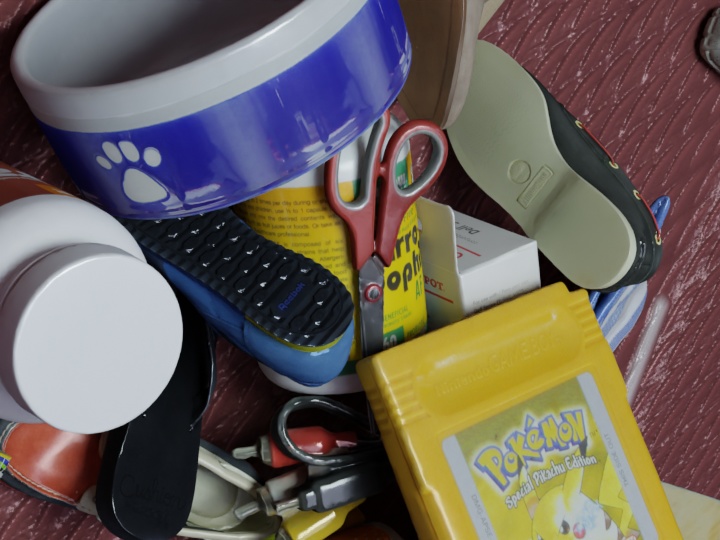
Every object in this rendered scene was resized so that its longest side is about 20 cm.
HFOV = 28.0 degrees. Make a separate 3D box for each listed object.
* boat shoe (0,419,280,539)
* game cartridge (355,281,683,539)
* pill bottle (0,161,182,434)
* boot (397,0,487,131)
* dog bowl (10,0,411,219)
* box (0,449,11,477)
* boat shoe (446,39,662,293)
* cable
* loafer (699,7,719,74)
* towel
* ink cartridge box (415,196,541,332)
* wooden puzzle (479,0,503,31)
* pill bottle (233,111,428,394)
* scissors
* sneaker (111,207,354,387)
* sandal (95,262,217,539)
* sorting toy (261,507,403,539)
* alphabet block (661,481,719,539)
[{"bbox_3d":[-0.137,0.124,0.875,0.200,0.063,0.071,25,90,-38],"label":"boat shoe"},{"bbox_3d":[0.103,0.120,0.865,0.176,0.032,0.201,-20,88,-36],"label":"game cartridge"},{"bbox_3d":[-0.174,0.009,0.722,0.112,0.200,0.113,-12,111,-34],"label":"pill bottle"},{"bbox_3d":[0.075,-0.191,0.865,0.146,0.070,0.201,-16,106,-47],"label":"boot"},{"bbox_3d":[-0.077,-0.116,0.758,0.200,0.200,0.079,-38,126,-22],"label":"dog bowl"},{"bbox_3d":[-0.287,0.081,0.741,0.200,0.070,0.064,32,82,-39],"label":"box"},{"bbox_3d":[0.122,-0.069,0.952,0.074,0.202,0.063,-46,154,25],"label":"boat shoe"},{"bbox_3d":[0.016,0.111,0.901,0.199,0.050,0.097,-14,95,-22],"label":"cable"},{"bbox_3d":[0.352,-0.154,1.156,0.200,0.070,0.070,16,93,-39],"label":"loafer"},{"bbox_3d":[0.176,0.039,1.041,0.147,0.024,0.200,-55,165,-13],"label":"towel"},{"bbox_3d":[0.065,0.030,0.963,0.067,0.117,0.201,-21,116,-27],"label":"ink cartridge box"},{"bbox_3d":[0.036,-0.234,0.912,0.185,0.046,0.200,-52,132,-12],"label":"wooden puzzle"},{"bbox_3d":[-0.021,-0.036,0.881,0.113,0.113,0.201,-20,115,-31],"label":"pill bottle"},{"bbox_3d":[0.000,0.000,0.833,0.073,0.014,0.201,6,107,-26],"label":"scissors"},{"bbox_3d":[-0.088,-0.005,0.823,0.066,0.200,0.079,-44,165,-27],"label":"sneaker"},{"bbox_3d":[-0.110,0.057,0.846,0.076,0.043,0.201,13,71,-40],"label":"sandal"},{"bbox_3d":[-0.075,0.243,0.942,0.179,0.107,0.201,-6,123,-19],"label":"sorting toy"},{"bbox_3d":[0.143,0.264,0.984,0.200,0.195,0.197,-47,147,-54],"label":"alphabet block"}]
